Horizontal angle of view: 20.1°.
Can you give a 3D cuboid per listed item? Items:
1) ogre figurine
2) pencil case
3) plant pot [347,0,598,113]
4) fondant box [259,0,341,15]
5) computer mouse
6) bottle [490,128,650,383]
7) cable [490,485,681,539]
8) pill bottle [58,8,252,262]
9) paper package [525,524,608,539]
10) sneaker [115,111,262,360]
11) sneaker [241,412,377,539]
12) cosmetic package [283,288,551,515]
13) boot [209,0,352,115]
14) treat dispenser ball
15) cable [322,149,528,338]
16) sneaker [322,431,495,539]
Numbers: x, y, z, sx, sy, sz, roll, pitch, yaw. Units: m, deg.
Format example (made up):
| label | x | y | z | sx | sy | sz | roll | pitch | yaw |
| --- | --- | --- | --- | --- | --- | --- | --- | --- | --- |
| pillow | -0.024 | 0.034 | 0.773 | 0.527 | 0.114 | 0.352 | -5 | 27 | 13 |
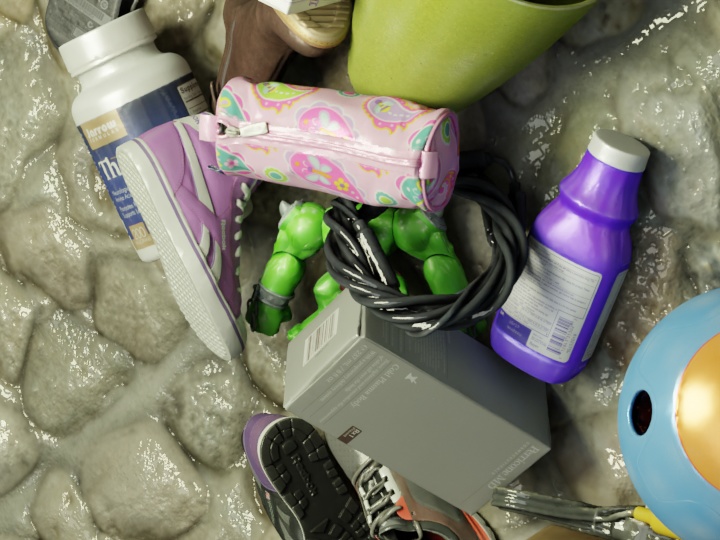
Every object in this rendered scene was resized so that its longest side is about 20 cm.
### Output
| label | x | y | z | sx | sy | sz | roll | pitch | yaw |
| --- | --- | --- | --- | --- | --- | --- | --- | --- | --- |
| ogre figurine | 0.000 | 0.000 | 1.695 | 0.199 | 0.098 | 0.121 | 7 | 109 | 33 |
| pencil case | -0.022 | -0.099 | 1.580 | 0.199 | 0.087 | 0.088 | 12 | 107 | 21 |
| plant pot | 0.071 | -0.209 | 1.573 | 0.187 | 0.187 | 0.200 | 50 | 138 | 13 |
| fondant box | -0.009 | -0.284 | 1.575 | 0.058 | 0.200 | 0.145 | 30 | 115 | 19 |
| computer mouse | -0.192 | -0.264 | 1.794 | 0.140 | 0.046 | 0.201 | 29 | 110 | 18 |
| bottle | 0.170 | -0.012 | 1.603 | 0.083 | 0.065 | 0.201 | 29 | 115 | 23 |
| cable | 0.206 | 0.189 | 1.609 | 0.199 | 0.097 | 0.051 | 14 | 92 | 26 |
| pill bottle | -0.181 | -0.118 | 1.759 | 0.111 | 0.111 | 0.201 | -20 | 99 | 34 |
| paper package | 0.177 | 0.293 | 1.586 | 0.190 | 0.200 | 0.104 | 13 | 107 | 30 |
| sneaker | -0.112 | -0.033 | 1.688 | 0.073 | 0.114 | 0.202 | 5 | 119 | 63 |
| sneaker | -0.045 | 0.214 | 1.801 | 0.087 | 0.075 | 0.201 | 9 | 122 | 65 |
| cosmetic package | 0.047 | 0.101 | 1.632 | 0.199 | 0.090 | 0.107 | 31 | 124 | -20 |
| boot | -0.070 | -0.172 | 1.679 | 0.200 | 0.072 | 0.167 | -119 | 40 | -55 |
| treat dispenser ball | 0.287 | 0.110 | 1.475 | 0.200 | 0.200 | 0.202 | 8 | 105 | 31 |
| cable | 0.050 | -0.027 | 1.592 | 0.162 | 0.201 | 0.051 | 7 | 135 | 1 |
| sneaker | 0.033 | 0.192 | 1.725 | 0.200 | 0.082 | 0.077 | 45 | 120 | 16 |
